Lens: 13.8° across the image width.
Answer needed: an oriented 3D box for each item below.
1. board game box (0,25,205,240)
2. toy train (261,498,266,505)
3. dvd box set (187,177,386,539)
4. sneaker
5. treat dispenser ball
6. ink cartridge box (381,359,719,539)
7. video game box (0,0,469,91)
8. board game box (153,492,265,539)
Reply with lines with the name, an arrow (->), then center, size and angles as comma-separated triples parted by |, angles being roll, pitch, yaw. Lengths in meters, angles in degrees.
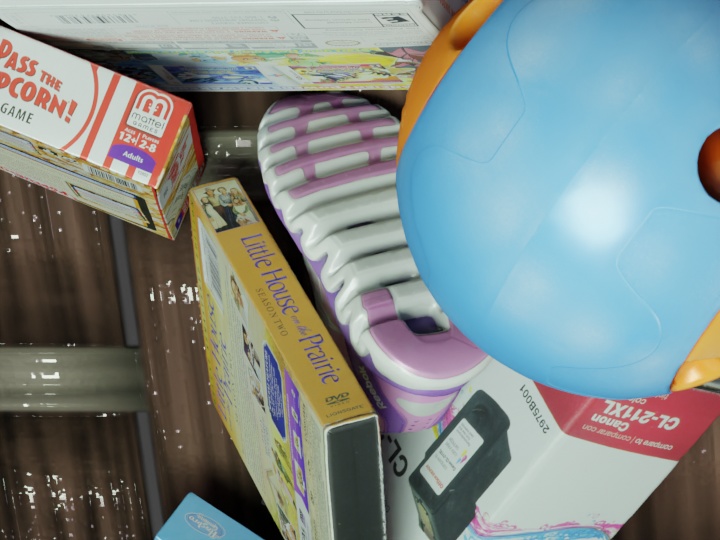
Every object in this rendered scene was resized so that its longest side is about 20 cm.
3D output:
board game box -> -0.155, -0.073, 1.441 | 0.151, 0.200, 0.046 | 22, 84, 1
toy train -> -0.001, 0.049, 1.555 | 0.046, 0.034, 0.200 | 18, 121, -20
dvd box set -> -0.035, 0.068, 1.460 | 0.029, 0.200, 0.147 | -15, 129, -14
sneaker -> 0.000, 0.000, 1.457 | 0.080, 0.200, 0.089 | -11, 143, -19
treat dispenser ball -> 0.115, -0.044, 1.304 | 0.200, 0.201, 0.201 | 5, 117, 10
ink cartridge box -> 0.071, 0.073, 1.475 | 0.083, 0.146, 0.200 | 14, 125, -38
video game box -> -0.050, -0.120, 1.382 | 0.200, 0.182, 0.047 | 1, 80, 12
board game box -> -0.066, 0.230, 1.618 | 0.153, 0.040, 0.200 | 31, 133, 7
